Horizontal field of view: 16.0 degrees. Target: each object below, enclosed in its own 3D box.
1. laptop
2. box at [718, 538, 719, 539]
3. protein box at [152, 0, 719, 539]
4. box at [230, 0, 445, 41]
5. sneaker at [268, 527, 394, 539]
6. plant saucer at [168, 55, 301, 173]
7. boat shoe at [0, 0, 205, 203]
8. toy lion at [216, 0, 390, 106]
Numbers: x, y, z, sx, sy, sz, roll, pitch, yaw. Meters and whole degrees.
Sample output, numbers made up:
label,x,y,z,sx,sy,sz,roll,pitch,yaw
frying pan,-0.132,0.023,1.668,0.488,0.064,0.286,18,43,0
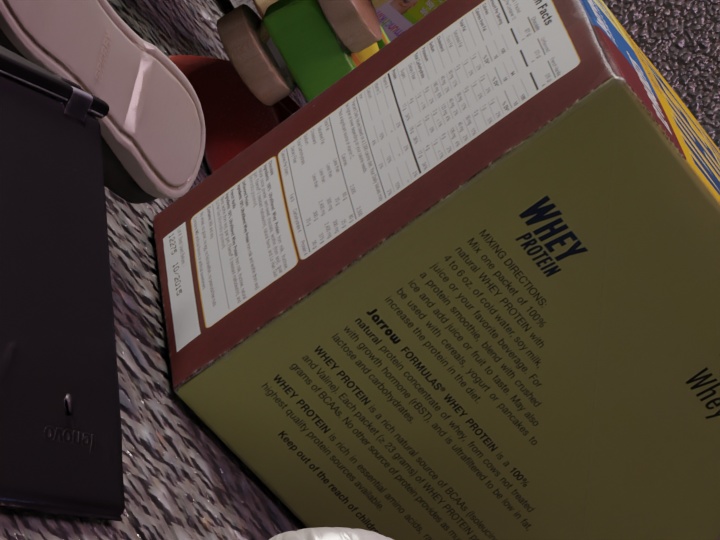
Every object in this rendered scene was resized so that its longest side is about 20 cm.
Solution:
label,x,y,z,sx,sy,sz,roll,pitch,yaw
laptop,-0.160,-0.029,0.753,0.200,0.116,0.187,28,2,22
box,0.158,0.119,1.314,0.200,0.117,0.060,51,13,-20
protein box,0.059,0.018,1.006,0.199,0.200,0.135,48,14,-28
box,-0.002,-0.170,1.485,0.101,0.112,0.200,58,12,23
sneaker,0.003,0.125,0.857,0.200,0.072,0.073,32,59,-75
plant saucer,0.000,0.000,1.223,0.200,0.037,0.200,43,16,-44
boat shoe,-0.119,-0.087,0.895,0.200,0.057,0.067,57,40,-49
toy lion,0.012,-0.061,1.224,0.192,0.069,0.200,59,11,-12
